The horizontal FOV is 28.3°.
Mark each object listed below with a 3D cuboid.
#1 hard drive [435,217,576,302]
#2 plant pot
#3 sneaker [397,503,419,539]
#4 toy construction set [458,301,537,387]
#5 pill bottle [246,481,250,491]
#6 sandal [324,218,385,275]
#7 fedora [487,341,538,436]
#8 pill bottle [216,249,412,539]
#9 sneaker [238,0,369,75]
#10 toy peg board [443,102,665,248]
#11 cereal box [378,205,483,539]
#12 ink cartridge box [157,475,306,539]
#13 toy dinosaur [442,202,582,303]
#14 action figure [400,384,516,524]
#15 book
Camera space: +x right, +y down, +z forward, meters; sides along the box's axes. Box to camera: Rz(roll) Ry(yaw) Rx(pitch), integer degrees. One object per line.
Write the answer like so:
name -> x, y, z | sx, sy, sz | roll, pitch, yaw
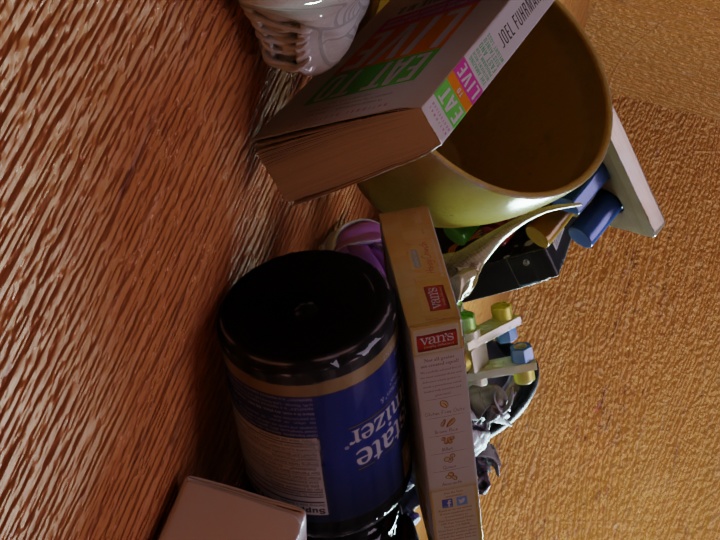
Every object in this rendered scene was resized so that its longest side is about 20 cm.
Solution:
hard drive -> 0.106, -0.019, 1.348 | 0.038, 0.198, 0.140 | 62, 30, -23
plant pot -> 0.063, -0.110, 1.047 | 0.142, 0.199, 0.201 | -43, -161, 52
sneaker -> 0.036, 0.211, 1.027 | 0.200, 0.075, 0.117 | -58, 134, -80
toy construction set -> 0.035, 0.071, 1.178 | 0.131, 0.198, 0.093 | 29, -61, 60
pill bottle -> -0.031, 0.168, 1.070 | 0.112, 0.111, 0.202 | -43, 146, -72
sandal -> 0.005, 0.005, 1.093 | 0.050, 0.082, 0.203 | -43, -175, 28
fedora -> 0.065, 0.092, 1.353 | 0.092, 0.198, 0.201 | 66, 29, -26
pill bottle -> -0.024, 0.097, 0.912 | 0.112, 0.110, 0.202 | -64, 154, -47
sneaker -> -0.029, -0.141, 0.754 | 0.200, 0.074, 0.082 | -36, 149, -74
toy peg board -> 0.125, -0.093, 1.206 | 0.098, 0.198, 0.201 | -49, 129, -18
cereal box -> 0.047, 0.078, 0.949 | 0.144, 0.039, 0.202 | -103, -175, -58
ink cartridge box -> -0.093, 0.244, 0.910 | 0.201, 0.083, 0.147 | 92, 16, -56
toy dinosaur -> 0.067, 0.004, 1.055 | 0.200, 0.058, 0.101 | -49, 163, 19
action figure -> 0.055, 0.161, 1.147 | 0.200, 0.070, 0.130 | -46, 140, 19
book -> 0.040, -0.127, 0.865 | 0.048, 0.133, 0.200 | 57, 47, -22
